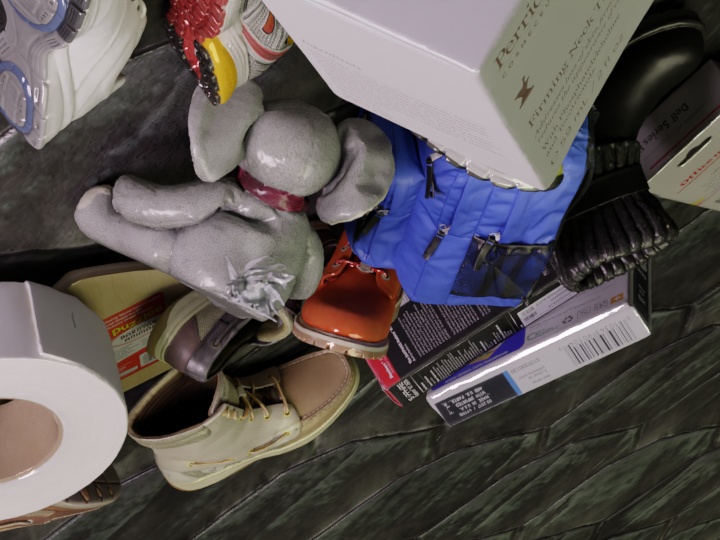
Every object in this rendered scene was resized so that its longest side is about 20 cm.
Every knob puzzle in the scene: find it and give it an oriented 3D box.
[{"bbox_3d":[-0.210,0.046,1.547,0.219,0.031,0.220,-27,155,-14],"label":"knob puzzle"}]

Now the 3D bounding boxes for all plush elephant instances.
[{"bbox_3d":[-0.073,-0.055,1.383,0.164,0.200,0.155,29,84,-27],"label":"plush elephant"}]

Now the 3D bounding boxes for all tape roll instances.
[{"bbox_3d":[-0.269,0.097,1.459,0.201,0.071,0.203,-11,142,-9],"label":"tape roll"}]

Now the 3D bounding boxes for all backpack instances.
[{"bbox_3d":[0.080,-0.082,1.487,0.167,0.163,0.200,1,147,-19],"label":"backpack"}]

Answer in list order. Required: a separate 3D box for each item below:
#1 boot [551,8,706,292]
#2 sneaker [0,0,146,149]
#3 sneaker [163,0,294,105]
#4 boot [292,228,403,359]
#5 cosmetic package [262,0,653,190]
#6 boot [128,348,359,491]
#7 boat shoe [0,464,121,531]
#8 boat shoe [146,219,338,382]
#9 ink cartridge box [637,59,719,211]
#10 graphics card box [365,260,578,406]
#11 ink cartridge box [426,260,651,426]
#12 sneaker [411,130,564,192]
[{"bbox_3d":[0.218,-0.094,1.633,0.211,0.158,0.079,-36,156,10],"label":"boot"},{"bbox_3d":[-0.164,-0.155,1.183,0.087,0.075,0.200,-32,166,-30],"label":"sneaker"},{"bbox_3d":[-0.075,-0.179,1.233,0.082,0.078,0.200,-33,165,-14],"label":"sneaker"},{"bbox_3d":[0.000,0.000,1.569,0.200,0.075,0.108,-66,172,-70],"label":"boot"},{"bbox_3d":[0.060,-0.178,1.202,0.168,0.166,0.200,-60,157,-6],"label":"cosmetic package"},{"bbox_3d":[-0.099,0.111,1.761,0.199,0.072,0.155,-29,157,-2],"label":"boot"},{"bbox_3d":[-0.288,0.177,1.669,0.199,0.076,0.072,8,140,-43],"label":"boat shoe"},{"bbox_3d":[-0.079,0.029,1.580,0.201,0.066,0.072,-33,158,-41],"label":"boat shoe"},{"bbox_3d":[0.312,-0.120,1.812,0.117,0.067,0.200,-43,155,22],"label":"ink cartridge box"},{"bbox_3d":[0.081,0.008,1.709,0.200,0.126,0.051,-34,149,4],"label":"graphics card box"},{"bbox_3d":[0.157,0.032,1.760,0.197,0.043,0.200,-27,-157,21],"label":"ink cartridge box"},{"bbox_3d":[0.063,-0.130,1.346,0.090,0.200,0.078,-51,174,13],"label":"sneaker"}]
